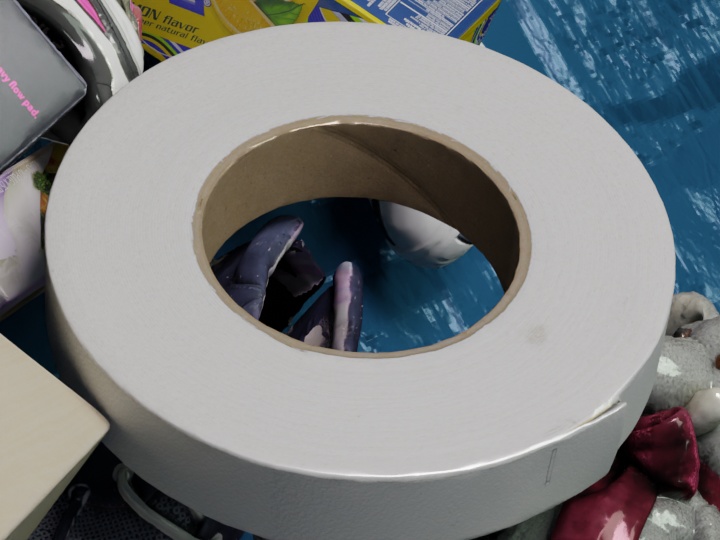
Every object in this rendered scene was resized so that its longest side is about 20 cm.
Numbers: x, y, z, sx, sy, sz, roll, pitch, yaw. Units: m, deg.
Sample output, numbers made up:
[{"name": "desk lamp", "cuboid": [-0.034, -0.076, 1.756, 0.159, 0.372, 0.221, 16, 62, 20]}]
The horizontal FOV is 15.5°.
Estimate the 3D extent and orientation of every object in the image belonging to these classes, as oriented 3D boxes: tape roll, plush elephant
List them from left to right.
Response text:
[{"name": "tape roll", "cuboid": [0.000, 0.000, 0.831, 0.201, 0.037, 0.204, 3, 46, -3]}, {"name": "plush elephant", "cuboid": [0.098, 0.071, 0.890, 0.199, 0.164, 0.156, 28, 78, -33]}]

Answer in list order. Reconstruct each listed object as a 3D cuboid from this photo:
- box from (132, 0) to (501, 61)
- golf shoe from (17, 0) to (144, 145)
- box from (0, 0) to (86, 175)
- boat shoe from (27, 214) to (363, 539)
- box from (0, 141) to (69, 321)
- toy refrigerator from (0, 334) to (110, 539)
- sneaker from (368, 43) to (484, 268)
[{"name": "box", "cuboid": [-0.053, -0.117, 0.959, 0.199, 0.070, 0.064, 34, 38, 9]}, {"name": "golf shoe", "cuboid": [-0.156, -0.110, 0.867, 0.199, 0.073, 0.092, 29, 20, -17]}, {"name": "box", "cuboid": [-0.197, -0.079, 0.765, 0.115, 0.132, 0.200, -43, 97, -27]}, {"name": "boat shoe", "cuboid": [-0.060, 0.062, 0.857, 0.075, 0.093, 0.201, 38, 41, -20]}, {"name": "box", "cuboid": [-0.089, -0.034, 0.938, 0.039, 0.041, 0.200, 52, 37, -1]}, {"name": "toy refrigerator", "cuboid": [-0.137, 0.068, 0.695, 0.076, 0.070, 0.200, 38, 15, -1]}, {"name": "sneaker", "cuboid": [-0.010, -0.098, 1.036, 0.129, 0.079, 0.200, 24, 48, -31]}]
